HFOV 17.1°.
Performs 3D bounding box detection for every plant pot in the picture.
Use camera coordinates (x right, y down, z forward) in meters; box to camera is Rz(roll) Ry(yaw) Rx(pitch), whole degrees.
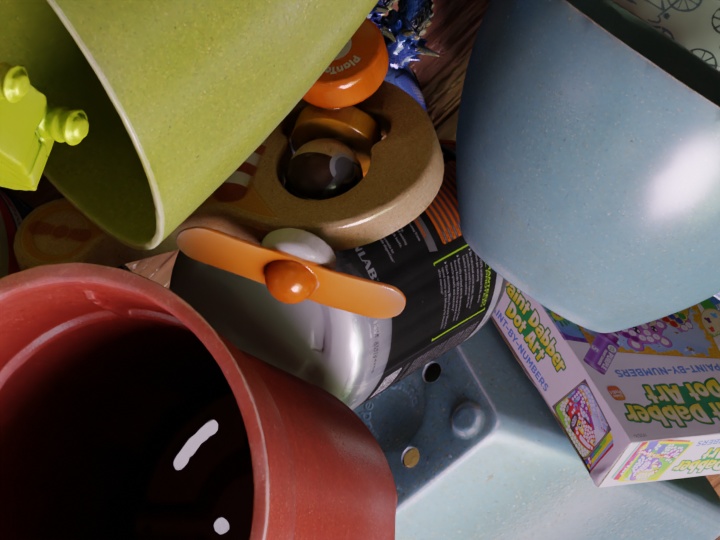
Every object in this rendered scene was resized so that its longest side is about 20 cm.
[{"bbox_3d":[0.064,0.112,1.456,0.196,0.197,0.200,-40,143,15],"label":"plant pot"},{"bbox_3d":[-0.066,-0.142,1.026,0.200,0.187,0.187,-37,151,-18],"label":"plant pot"},{"bbox_3d":[-0.087,0.111,1.088,0.201,0.201,0.195,-39,157,14],"label":"plant pot"},{"bbox_3d":[0.125,-0.050,1.210,0.200,0.200,0.135,17,111,-50],"label":"plant pot"}]

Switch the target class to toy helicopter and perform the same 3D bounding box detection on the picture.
[{"bbox_3d":[-0.058,-0.025,1.082,0.199,0.133,0.079,-17,143,1],"label":"toy helicopter"}]

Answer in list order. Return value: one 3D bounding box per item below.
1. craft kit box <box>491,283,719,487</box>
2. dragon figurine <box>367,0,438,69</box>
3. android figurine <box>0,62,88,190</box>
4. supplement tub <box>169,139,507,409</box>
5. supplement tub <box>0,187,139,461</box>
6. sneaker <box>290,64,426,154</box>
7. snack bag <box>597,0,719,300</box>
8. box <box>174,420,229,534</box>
[{"bbox_3d":[0.173,0.035,1.426,0.199,0.198,0.049,-3,140,-39],"label":"craft kit box"},{"bbox_3d":[0.058,-0.171,1.134,0.199,0.100,0.059,-30,149,-1],"label":"dragon figurine"},{"bbox_3d":[-0.204,-0.080,0.977,0.182,0.199,0.041,37,68,-57],"label":"android figurine"},{"bbox_3d":[0.000,0.000,1.263,0.200,0.123,0.123,-27,158,-54],"label":"supplement tub"},{"bbox_3d":[-0.187,0.035,1.180,0.140,0.141,0.200,-37,148,11],"label":"supplement tub"},{"bbox_3d":[-0.044,-0.073,1.197,0.199,0.089,0.079,-2,139,-40],"label":"sneaker"},{"bbox_3d":[0.190,-0.085,1.324,0.188,0.021,0.200,29,122,-6],"label":"snack bag"},{"bbox_3d":[-0.098,0.120,1.450,0.116,0.060,0.200,-25,148,-9],"label":"box"}]
